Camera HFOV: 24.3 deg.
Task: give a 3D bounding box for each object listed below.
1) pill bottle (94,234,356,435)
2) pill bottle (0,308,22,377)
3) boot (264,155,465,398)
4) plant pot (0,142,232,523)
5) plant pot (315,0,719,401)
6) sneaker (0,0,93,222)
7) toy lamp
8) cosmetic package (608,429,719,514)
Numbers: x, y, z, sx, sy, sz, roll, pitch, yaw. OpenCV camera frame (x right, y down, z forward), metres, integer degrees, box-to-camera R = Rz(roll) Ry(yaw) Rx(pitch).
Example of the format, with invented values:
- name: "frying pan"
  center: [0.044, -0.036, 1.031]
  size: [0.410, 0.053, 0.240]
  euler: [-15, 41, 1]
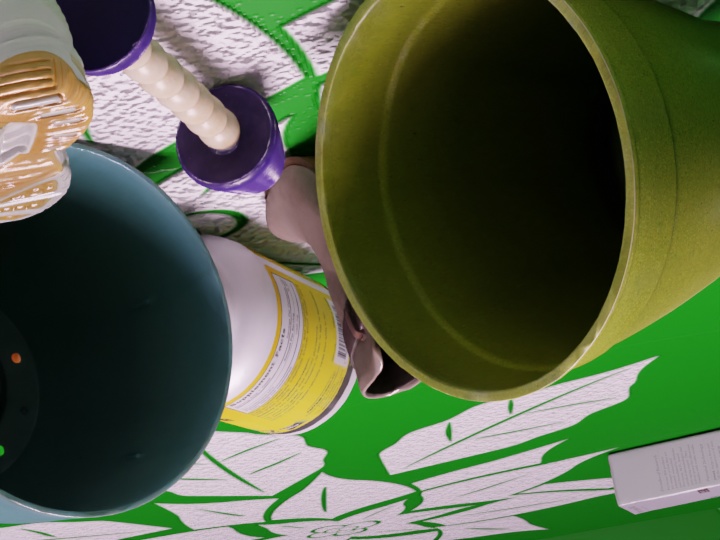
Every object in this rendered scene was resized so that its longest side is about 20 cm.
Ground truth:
- name: "pill bottle"
  center: [-0.087, 0.041, 1.095]
  size: [0.111, 0.114, 0.200]
  euler: [-16, 161, 20]
- name: "pill bottle"
  center: [-0.310, 0.055, 1.030]
  size: [0.198, 0.107, 0.106]
  euler: [-5, 162, -17]
- name: "boot"
  center: [0.000, 0.000, 0.953]
  size: [0.070, 0.148, 0.200]
  euler: [-5, 163, -21]
- name: "plant pot"
  center: [-0.197, 0.048, 0.927]
  size: [0.199, 0.203, 0.160]
  euler: [5, 162, -39]
- name: "plant pot"
  center: [0.113, -0.053, 0.816]
  size: [0.192, 0.202, 0.200]
  euler: [-10, 167, -42]
- name: "sneaker"
  center: [-0.164, -0.078, 0.723]
  size: [0.075, 0.089, 0.200]
  euler: [-11, 167, -29]
- name: "toy lamp"
  center: [-0.085, -0.083, 0.802]
  size: [0.058, 0.059, 0.200]
  euler: [-14, 160, 13]
- name: "cosmetic package"
  center: [0.422, 0.251, 2.108]
  size: [0.198, 0.075, 0.102]
  euler: [-17, 161, 18]
